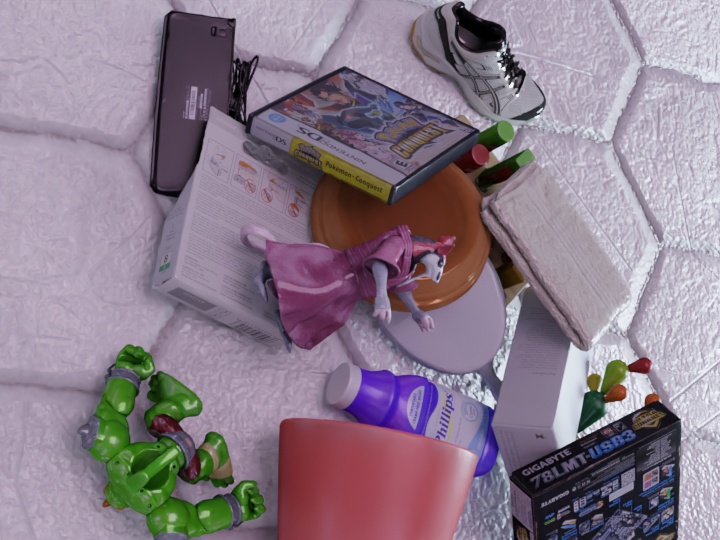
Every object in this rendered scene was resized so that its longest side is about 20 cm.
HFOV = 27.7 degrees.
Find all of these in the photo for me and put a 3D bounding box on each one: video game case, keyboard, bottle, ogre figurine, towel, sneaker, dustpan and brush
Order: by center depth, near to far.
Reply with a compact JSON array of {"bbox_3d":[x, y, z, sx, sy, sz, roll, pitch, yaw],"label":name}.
[{"bbox_3d":[-0.187,0.174,1.369,0.120,0.098,0.201,-38,109,-47],"label":"ogre figurine"},{"bbox_3d":[-0.165,-0.169,1.529,0.103,0.040,0.201,7,78,-13],"label":"keyboard"},{"bbox_3d":[0.006,-0.148,1.543,0.180,0.026,0.200,27,34,19],"label":"video game case"},{"bbox_3d":[0.058,0.155,1.555,0.199,0.065,0.084,26,64,-25],"label":"bottle"},{"bbox_3d":[0.214,-0.017,1.594,0.200,0.034,0.132,55,40,-3],"label":"towel"},{"bbox_3d":[0.123,0.087,1.612,0.139,0.057,0.201,-34,98,0],"label":"dustpan and brush"},{"bbox_3d":[0.155,-0.244,1.729,0.199,0.088,0.076,31,59,-24],"label":"sneaker"}]

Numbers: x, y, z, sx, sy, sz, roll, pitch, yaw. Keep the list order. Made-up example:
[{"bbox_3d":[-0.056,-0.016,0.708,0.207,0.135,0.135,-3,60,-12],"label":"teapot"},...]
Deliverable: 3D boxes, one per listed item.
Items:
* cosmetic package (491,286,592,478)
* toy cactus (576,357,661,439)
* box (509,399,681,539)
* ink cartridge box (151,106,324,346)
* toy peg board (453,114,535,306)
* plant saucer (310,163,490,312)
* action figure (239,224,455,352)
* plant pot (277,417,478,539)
[{"bbox_3d":[0.204,0.124,1.610,0.102,0.074,0.201,70,31,-42],"label":"cosmetic package"},{"bbox_3d":[0.263,0.197,1.670,0.164,0.102,0.201,3,99,-9],"label":"toy cactus"},{"bbox_3d":[0.257,0.263,1.574,0.199,0.050,0.199,-24,129,-21],"label":"box"},{"bbox_3d":[-0.122,-0.044,1.497,0.161,0.050,0.201,28,56,-34],"label":"ink cartridge box"},{"bbox_3d":[0.140,-0.059,1.657,0.200,0.098,0.199,51,55,-9],"label":"toy peg board"},{"bbox_3d":[0.047,-0.054,1.542,0.199,0.037,0.201,6,64,-13],"label":"plant saucer"},{"bbox_3d":[0.000,0.000,1.451,0.199,0.134,0.150,-24,73,0],"label":"action figure"},{"bbox_3d":[0.003,0.250,1.427,0.199,0.200,0.178,17,77,-29],"label":"plant pot"}]
